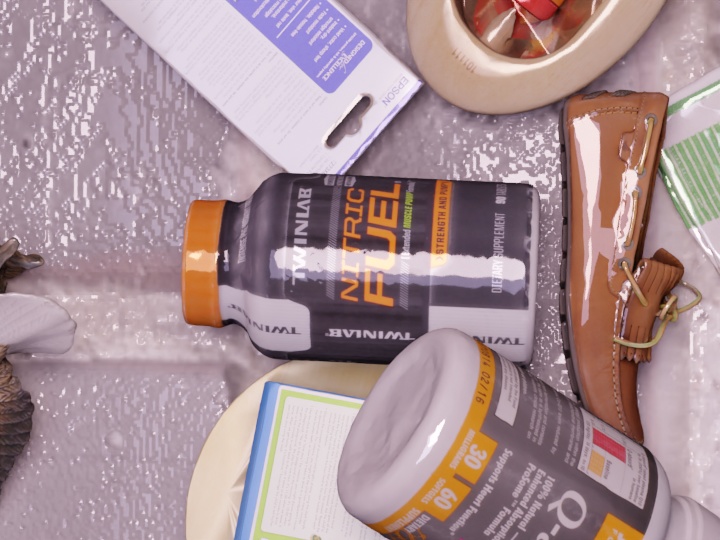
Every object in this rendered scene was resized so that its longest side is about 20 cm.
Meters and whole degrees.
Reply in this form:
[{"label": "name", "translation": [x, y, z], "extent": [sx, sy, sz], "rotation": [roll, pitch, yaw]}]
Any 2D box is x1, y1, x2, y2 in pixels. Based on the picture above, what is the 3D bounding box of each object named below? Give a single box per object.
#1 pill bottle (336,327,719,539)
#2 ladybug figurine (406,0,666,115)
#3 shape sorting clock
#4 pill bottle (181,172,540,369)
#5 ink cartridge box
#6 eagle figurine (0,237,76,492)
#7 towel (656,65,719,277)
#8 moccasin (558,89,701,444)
[{"label": "pill bottle", "translation": [0.095, 0.126, 1.348], "extent": [0.199, 0.116, 0.117], "rotation": [32, 93, -18]}, {"label": "ladybug figurine", "translation": [0.111, -0.175, 1.413], "extent": [0.136, 0.072, 0.200], "rotation": [44, 96, 10]}, {"label": "shape sorting clock", "translation": [-0.001, 0.144, 1.427], "extent": [0.198, 0.039, 0.202], "rotation": [-1, 81, 7]}, {"label": "pill bottle", "translation": [0.000, 0.000, 1.397], "extent": [0.198, 0.106, 0.107], "rotation": [2, 88, 3]}, {"label": "ink cartridge box", "translation": [-0.062, -0.139, 1.463], "extent": [0.200, 0.037, 0.095], "rotation": [43, 95, 12]}, {"label": "eagle figurine", "translation": [-0.262, 0.065, 1.449], "extent": [0.151, 0.151, 0.201], "rotation": [28, 82, 1]}, {"label": "towel", "translation": [0.263, -0.036, 1.403], "extent": [0.152, 0.023, 0.201], "rotation": [-31, 82, 7]}, {"label": "moccasin", "translation": [0.151, 0.001, 1.394], "extent": [0.077, 0.074, 0.203], "rotation": [0, 92, 10]}]
